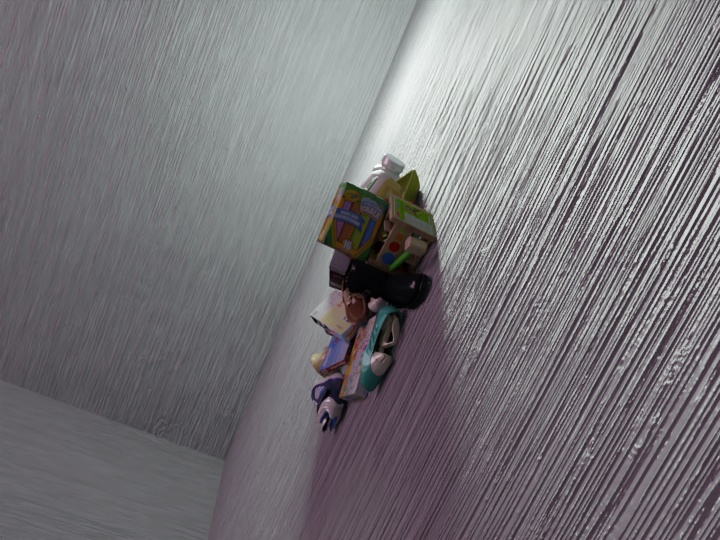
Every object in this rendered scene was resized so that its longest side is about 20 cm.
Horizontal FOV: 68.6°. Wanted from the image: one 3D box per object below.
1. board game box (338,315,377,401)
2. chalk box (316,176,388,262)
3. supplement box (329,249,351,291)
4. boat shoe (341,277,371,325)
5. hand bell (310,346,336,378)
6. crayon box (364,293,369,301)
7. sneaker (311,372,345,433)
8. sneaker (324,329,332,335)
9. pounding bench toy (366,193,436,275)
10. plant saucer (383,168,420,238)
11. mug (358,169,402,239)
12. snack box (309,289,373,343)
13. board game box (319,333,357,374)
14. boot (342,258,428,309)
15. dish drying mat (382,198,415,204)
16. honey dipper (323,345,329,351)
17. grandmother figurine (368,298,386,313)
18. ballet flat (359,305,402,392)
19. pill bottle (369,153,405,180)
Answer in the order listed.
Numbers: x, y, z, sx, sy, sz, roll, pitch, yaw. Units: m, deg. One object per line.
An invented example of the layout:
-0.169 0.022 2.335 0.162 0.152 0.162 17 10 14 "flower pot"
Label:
0.005 0.232 1.379 0.134 0.033 0.207 138 151 -64 "board game box"
-0.013 -0.141 1.310 0.125 0.120 0.207 -162 94 -78 "chalk box"
-0.054 -0.021 1.634 0.201 0.059 0.112 101 -172 -71 "supplement box"
-0.021 0.078 1.478 0.074 0.073 0.201 -26 29 1 "boat shoe"
-0.056 0.224 1.606 0.202 0.103 0.105 -51 16 13 "hand bell"
0.007 0.028 1.669 0.175 0.057 0.203 -82 19 -52 "crayon box"
-0.103 0.385 1.479 0.200 0.079 0.150 -46 20 48 "sneaker"
-0.088 0.183 1.794 0.200 0.073 0.087 175 120 -87 "sneaker"
0.093 -0.052 1.273 0.203 0.121 0.159 -88 24 -58 "pounding bench toy"
0.115 -0.183 1.583 0.199 0.046 0.207 169 121 -76 "plant saucer"
0.055 -0.179 1.471 0.155 0.185 0.149 -52 1 2 "mug"
-0.058 0.130 1.551 0.116 0.038 0.198 -43 31 -16 "snack box"
-0.051 0.203 1.518 0.101 0.020 0.203 -29 26 34 "board game box"
0.050 0.028 1.223 0.200 0.163 0.079 151 139 -71 "boot"
0.047 -0.149 1.391 0.018 0.191 0.080 84 -168 -85 "dish drying mat"
-0.109 0.332 1.710 0.039 0.037 0.204 -58 18 35 "honey dipper"
0.063 0.025 1.435 0.122 0.058 0.205 115 173 -57 "grandmother figurine"
0.050 0.177 1.216 0.070 0.066 0.207 -9 61 59 "ballet flat"
0.073 -0.286 1.795 0.113 0.109 0.204 -92 26 -63 "pill bottle"
